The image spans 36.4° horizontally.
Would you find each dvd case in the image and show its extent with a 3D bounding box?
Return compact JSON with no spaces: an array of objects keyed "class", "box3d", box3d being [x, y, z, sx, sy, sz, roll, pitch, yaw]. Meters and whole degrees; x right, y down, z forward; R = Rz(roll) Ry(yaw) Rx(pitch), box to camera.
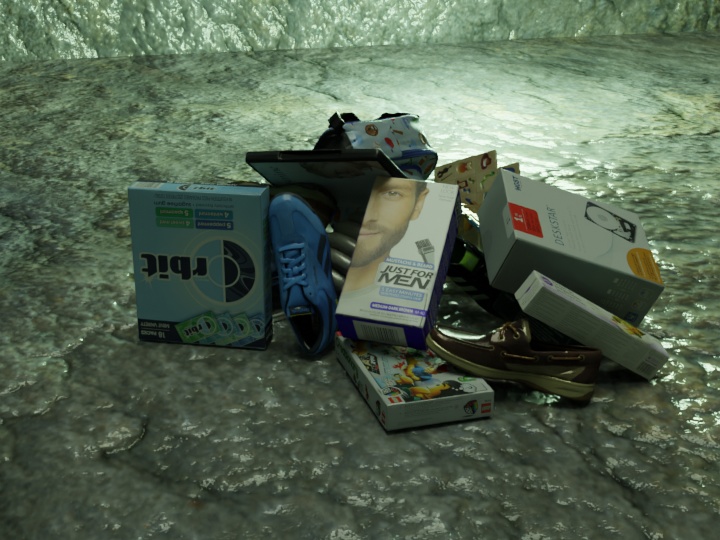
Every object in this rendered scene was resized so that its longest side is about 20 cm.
[{"class":"dvd case","box3d":[-0.032,-0.118,1.417,0.199,0.018,0.143,3,-20,30]}]

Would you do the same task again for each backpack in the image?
[{"class":"backpack","box3d":[0.018,-0.143,1.580,0.190,0.155,0.200,-24,-10,-32]}]

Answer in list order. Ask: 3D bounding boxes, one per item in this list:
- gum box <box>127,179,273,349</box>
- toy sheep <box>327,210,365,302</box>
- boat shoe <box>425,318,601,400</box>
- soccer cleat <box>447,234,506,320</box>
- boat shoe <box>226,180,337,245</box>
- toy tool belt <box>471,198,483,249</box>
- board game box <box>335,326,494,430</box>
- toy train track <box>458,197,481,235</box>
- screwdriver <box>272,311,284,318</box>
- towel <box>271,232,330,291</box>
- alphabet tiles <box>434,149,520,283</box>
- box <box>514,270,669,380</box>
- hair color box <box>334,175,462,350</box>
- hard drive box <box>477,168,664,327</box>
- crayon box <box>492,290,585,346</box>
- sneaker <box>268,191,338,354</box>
[{"class":"gum box","box3d":[-0.197,-0.008,1.360,0.169,0.201,0.045,4,21,9]},{"class":"toy sheep","box3d":[0.000,0.000,1.424,0.138,0.138,0.200,22,66,44]},{"class":"boat shoe","box3d":[0.175,0.086,1.241,0.199,0.072,0.072,17,15,5]},{"class":"soccer cleat","box3d":[0.157,0.005,1.435,0.199,0.068,0.081,33,-3,12]},{"class":"boat shoe","box3d":[-0.127,-0.073,1.461,0.199,0.074,0.076,0,-23,31]},{"class":"toy tool belt","box3d":[0.167,-0.072,1.632,0.199,0.124,0.125,14,25,32]},{"class":"board game box","box3d":[0.057,0.118,1.268,0.125,0.035,0.200,-6,22,-17]},{"class":"toy train track","box3d":[0.157,-0.057,1.478,0.114,0.033,0.200,-2,22,-17]},{"class":"screwdriver","box3d":[-0.066,0.047,1.463,0.199,0.028,0.029,-15,-3,-31]},{"class":"towel","box3d":[-0.114,-0.004,1.517,0.199,0.049,0.111,-18,19,-27]},{"class":"alphabet tiles","box3d":[0.153,-0.078,1.563,0.166,0.008,0.201,-15,56,24]},{"class":"box","box3d":[0.269,0.064,1.261,0.199,0.042,0.039,27,22,-21]},{"class":"hair color box","box3d":[0.049,-0.012,1.316,0.109,0.065,0.201,8,60,15]},{"class":"hard drive box","box3d":[0.254,-0.026,1.346,0.199,0.077,0.156,16,35,-14]},{"class":"crayon box","box3d":[0.272,0.037,1.388,0.126,0.052,0.200,40,36,19]},{"class":"sneaker","box3d":[-0.070,0.006,1.328,0.066,0.201,0.078,-8,19,14]}]
